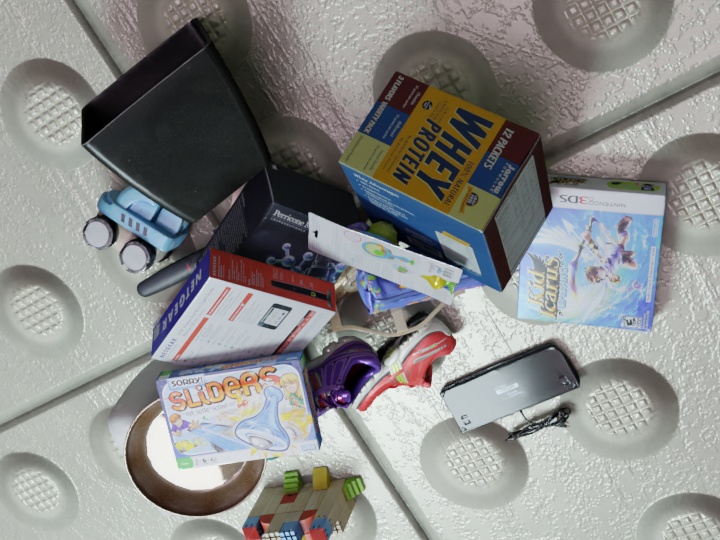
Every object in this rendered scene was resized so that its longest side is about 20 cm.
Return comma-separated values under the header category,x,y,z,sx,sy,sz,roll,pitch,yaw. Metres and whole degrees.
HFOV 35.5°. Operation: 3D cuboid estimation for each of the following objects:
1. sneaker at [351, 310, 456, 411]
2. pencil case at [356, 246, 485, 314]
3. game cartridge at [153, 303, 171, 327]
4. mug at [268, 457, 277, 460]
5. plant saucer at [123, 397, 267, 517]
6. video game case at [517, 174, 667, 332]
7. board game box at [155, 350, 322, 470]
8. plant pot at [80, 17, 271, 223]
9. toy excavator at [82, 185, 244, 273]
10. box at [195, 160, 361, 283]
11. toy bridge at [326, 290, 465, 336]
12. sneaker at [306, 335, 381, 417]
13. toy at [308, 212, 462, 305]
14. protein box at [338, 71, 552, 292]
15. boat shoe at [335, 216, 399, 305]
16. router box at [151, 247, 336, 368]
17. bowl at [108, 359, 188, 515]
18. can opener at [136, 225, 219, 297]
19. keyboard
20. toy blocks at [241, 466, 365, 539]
category,x,y,z,sx,sy,sz,roll,pitch,yaw
sneaker,0.061,0.149,1.616,0.085,0.077,0.200,38,120,-10
pencil case,0.094,0.003,1.493,0.199,0.087,0.078,-12,118,0
game cartridge,-0.202,0.105,1.696,0.200,0.042,0.133,41,115,-6
mug,-0.160,0.191,1.640,0.185,0.114,0.152,41,119,-6
plant saucer,-0.230,0.252,1.579,0.199,0.037,0.201,-1,110,-2
video game case,0.300,-0.022,1.475,0.180,0.045,0.201,6,117,15
board game box,-0.162,0.188,1.509,0.199,0.034,0.136,-10,106,8
plant pot,-0.226,-0.183,1.453,0.200,0.200,0.178,-39,115,3
toy excavator,-0.268,-0.091,1.592,0.194,0.100,0.201,31,107,5
box,-0.111,-0.026,1.526,0.148,0.107,0.200,20,121,-28
toy bridge,0.050,0.056,1.549,0.199,0.027,0.068,-17,87,1
sneaker,-0.056,0.171,1.560,0.200,0.083,0.081,-41,131,-11
toy,0.034,-0.027,1.407,0.199,0.047,0.115,24,158,7
protein box,0.109,-0.103,1.358,0.198,0.200,0.135,28,78,22
boat shoe,0.000,0.000,1.561,0.064,0.071,0.200,33,119,-1
router box,-0.156,0.067,1.479,0.179,0.049,0.200,17,137,-25
bowl,-0.267,0.239,1.684,0.074,0.200,0.200,-17,111,26
can opener,-0.235,-0.009,1.616,0.199,0.063,0.079,-22,89,12
keyboard,0.224,0.188,1.616,0.199,0.021,0.127,-26,100,27
toy blocks,-0.101,0.392,1.747,0.199,0.137,0.100,-11,112,22
